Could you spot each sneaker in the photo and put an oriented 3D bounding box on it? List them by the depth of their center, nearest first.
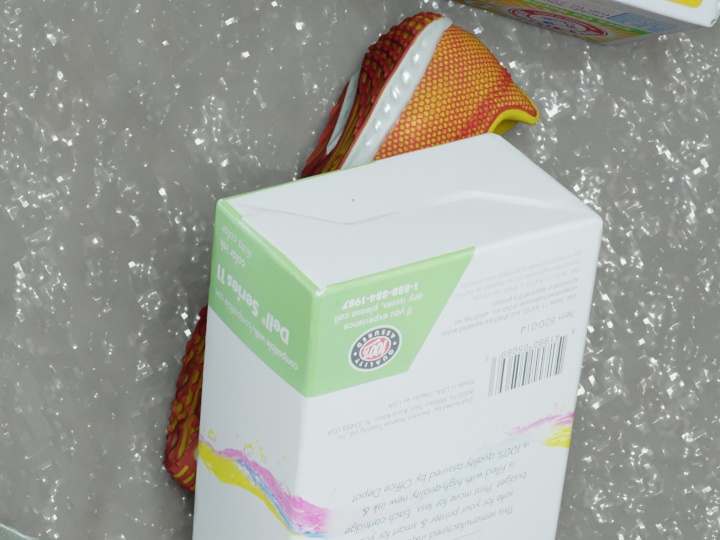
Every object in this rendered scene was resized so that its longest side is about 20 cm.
[{"bbox_3d":[0.000,0.000,1.016,0.077,0.073,0.200,39,73,-14],"label":"sneaker"}]

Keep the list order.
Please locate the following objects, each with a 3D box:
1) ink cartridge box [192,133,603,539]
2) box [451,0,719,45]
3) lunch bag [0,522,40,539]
[{"bbox_3d":[0.007,0.065,0.967,0.117,0.067,0.201,-14,126,-31],"label":"ink cartridge box"},{"bbox_3d":[0.031,-0.157,1.026,0.199,0.112,0.102,14,87,-14],"label":"box"},{"bbox_3d":[-0.223,0.112,0.902,0.199,0.118,0.164,30,73,-4],"label":"lunch bag"}]
